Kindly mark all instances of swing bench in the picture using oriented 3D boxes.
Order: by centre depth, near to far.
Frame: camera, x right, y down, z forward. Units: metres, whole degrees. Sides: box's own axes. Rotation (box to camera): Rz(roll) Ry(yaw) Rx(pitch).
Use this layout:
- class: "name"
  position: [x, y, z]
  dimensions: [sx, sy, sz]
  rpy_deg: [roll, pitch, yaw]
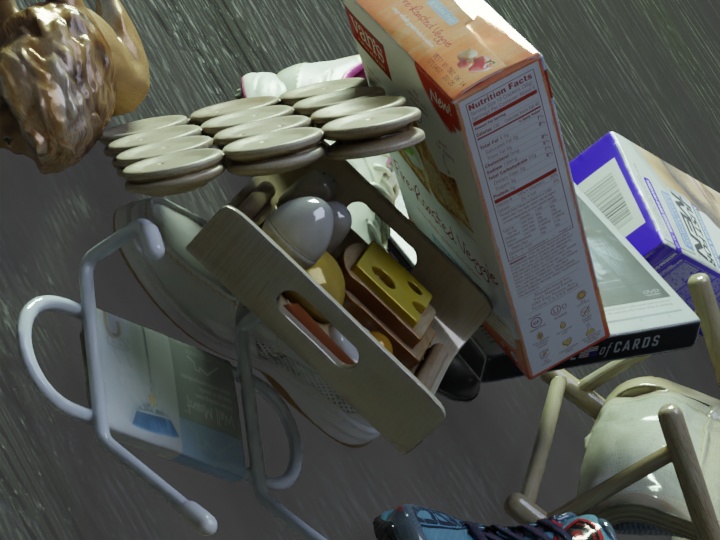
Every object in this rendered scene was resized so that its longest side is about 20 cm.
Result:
- class: "swing bench"
  position: [0.204, 0.145, 1.566]
  dimensions: [0.200, 0.129, 0.199]
  rpy_deg: [53, 23, -12]

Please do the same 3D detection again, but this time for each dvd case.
- class: "dvd case"
  position: [0.088, -0.010, 1.536]
  dimensions: [0.149, 0.025, 0.200]
  rpy_deg: [-9, 39, -28]

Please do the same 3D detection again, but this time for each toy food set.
- class: "toy food set"
  position: [0.000, 0.000, 1.279]
  dimensions: [0.143, 0.060, 0.200]
  rpy_deg: [43, 18, -2]

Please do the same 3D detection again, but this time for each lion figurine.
- class: "lion figurine"
  position: [-0.146, -0.112, 1.354]
  dimensions: [0.123, 0.072, 0.200]
  rpy_deg: [63, 21, 5]

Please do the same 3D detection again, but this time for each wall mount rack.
- class: "wall mount rack"
  position: [-0.069, 0.073, 1.234]
  dimensions: [0.200, 0.074, 0.175]
  rpy_deg: [24, 45, -45]

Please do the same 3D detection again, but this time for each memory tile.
- class: "memory tile"
  position: [-0.053, -0.069, 1.316]
  dimensions: [0.200, 0.152, 0.017]
  rpy_deg: [-136, -146, -76]

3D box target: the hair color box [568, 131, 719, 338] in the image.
- class: "hair color box"
  position: [0.239, -0.017, 1.927]
  dimensions: [0.200, 0.065, 0.110]
  rpy_deg: [26, 35, -48]

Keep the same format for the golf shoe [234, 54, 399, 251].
- class: "golf shoe"
  position: [-0.007, -0.049, 1.470]
  dimensions: [0.075, 0.091, 0.201]
  rpy_deg: [69, 0, -54]

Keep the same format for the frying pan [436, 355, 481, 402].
- class: "frying pan"
  position: [0.023, 0.030, 1.519]
  dimensions: [0.115, 0.031, 0.190]
  rpy_deg: [56, 21, 11]

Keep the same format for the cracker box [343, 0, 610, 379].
- class: "cracker box"
  position: [0.062, -0.057, 1.380]
  dimensions: [0.134, 0.057, 0.201]
  rpy_deg: [50, -17, 48]

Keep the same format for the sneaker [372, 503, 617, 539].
- class: "sneaker"
  position: [0.088, 0.153, 1.377]
  dimensions: [0.200, 0.095, 0.080]
  rpy_deg: [25, 35, -46]

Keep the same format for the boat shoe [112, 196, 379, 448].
- class: "boat shoe"
  position: [-0.043, 0.014, 1.364]
  dimensions: [0.200, 0.069, 0.071]
  rpy_deg: [37, 30, -30]
